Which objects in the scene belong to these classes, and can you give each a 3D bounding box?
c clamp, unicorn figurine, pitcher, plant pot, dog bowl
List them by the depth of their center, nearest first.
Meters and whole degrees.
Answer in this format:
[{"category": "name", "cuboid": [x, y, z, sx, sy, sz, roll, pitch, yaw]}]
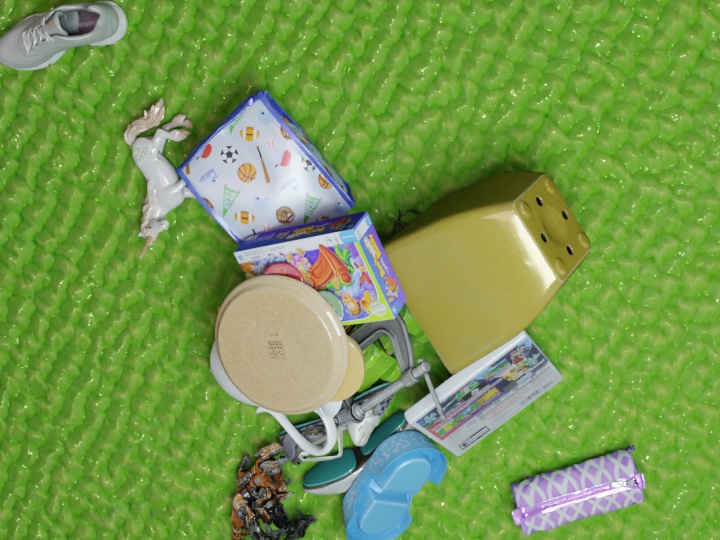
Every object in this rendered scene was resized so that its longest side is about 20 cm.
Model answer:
[{"category": "plant pot", "cuboid": [0.179, -0.019, 1.160, 0.199, 0.195, 0.196, -30, 95, 44]}, {"category": "c clamp", "cuboid": [0.026, 0.148, 1.219, 0.199, 0.027, 0.173, -34, 63, 45]}, {"category": "pitcher", "cuboid": [-0.115, 0.165, 1.270, 0.197, 0.121, 0.175, 11, 101, 25]}, {"category": "unicorn figurine", "cuboid": [-0.284, -0.134, 1.293, 0.136, 0.074, 0.202, -26, 79, 8]}, {"category": "dog bowl", "cuboid": [0.044, 0.317, 1.298, 0.110, 0.050, 0.202, 16, 115, -34]}]

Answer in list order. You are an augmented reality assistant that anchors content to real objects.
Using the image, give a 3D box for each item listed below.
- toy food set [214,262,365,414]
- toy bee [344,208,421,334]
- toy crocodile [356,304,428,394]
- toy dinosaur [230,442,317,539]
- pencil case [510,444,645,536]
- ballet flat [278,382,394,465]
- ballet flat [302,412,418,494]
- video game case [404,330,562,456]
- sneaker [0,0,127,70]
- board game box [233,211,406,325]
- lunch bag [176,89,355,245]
[{"category": "toy food set", "cuboid": [-0.101, 0.094, 1.163, 0.198, 0.049, 0.200, -18, 101, 25]}, {"category": "toy bee", "cuboid": [0.000, 0.000, 1.259, 0.129, 0.108, 0.203, 16, 95, 21]}, {"category": "toy crocodile", "cuboid": [0.045, 0.100, 1.297, 0.067, 0.062, 0.201, 29, 107, -35]}, {"category": "toy dinosaur", "cuboid": [-0.146, 0.357, 1.339, 0.135, 0.101, 0.202, 40, 137, 27]}, {"category": "pencil case", "cuboid": [0.317, 0.325, 1.291, 0.197, 0.086, 0.085, -20, 94, 8]}, {"category": "ballet flat", "cuboid": [-0.026, 0.236, 1.313, 0.198, 0.072, 0.073, -27, 95, 12]}, {"category": "ballet flat", "cuboid": [0.007, 0.290, 1.327, 0.199, 0.069, 0.070, -35, 94, 7]}, {"category": "video game case", "cuboid": [0.177, 0.175, 1.250, 0.199, 0.182, 0.023, -38, 53, 8]}, {"category": "sneaker", "cuboid": [-0.438, -0.342, 1.261, 0.197, 0.092, 0.077, -18, 95, 7]}, {"category": "board game box", "cuboid": [-0.054, 0.007, 1.162, 0.198, 0.045, 0.136, -9, 118, 34]}, {"category": "lunch bag", "cuboid": [-0.132, -0.126, 1.239, 0.170, 0.124, 0.200, -42, 112, 8]}]
